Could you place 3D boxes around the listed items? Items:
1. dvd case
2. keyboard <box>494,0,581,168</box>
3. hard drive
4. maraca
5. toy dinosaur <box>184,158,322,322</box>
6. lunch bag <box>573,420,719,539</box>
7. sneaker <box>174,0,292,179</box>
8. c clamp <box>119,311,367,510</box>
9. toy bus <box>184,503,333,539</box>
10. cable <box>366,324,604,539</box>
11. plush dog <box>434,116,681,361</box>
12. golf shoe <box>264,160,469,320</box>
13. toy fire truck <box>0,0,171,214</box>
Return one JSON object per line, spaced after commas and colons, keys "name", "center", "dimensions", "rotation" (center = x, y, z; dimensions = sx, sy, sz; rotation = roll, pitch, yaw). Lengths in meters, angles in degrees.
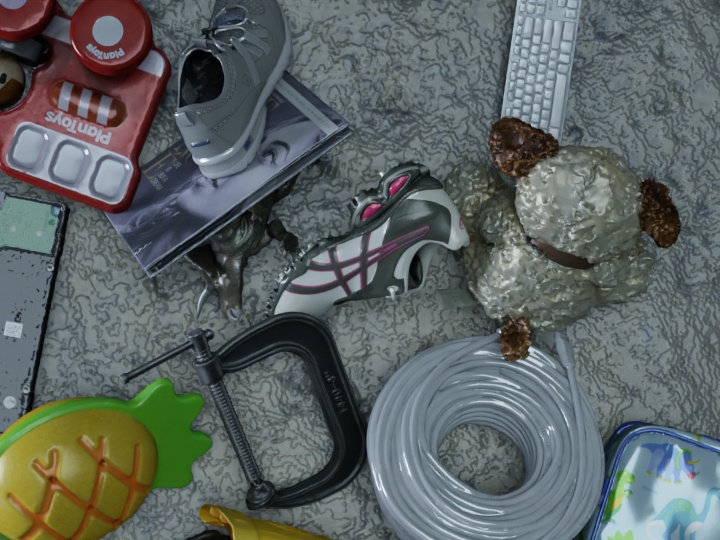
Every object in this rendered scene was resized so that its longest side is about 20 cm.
{"name": "dvd case", "center": [-0.116, -0.085, 1.405], "dimensions": [0.200, 0.149, 0.016], "rotation": [-36, 123, -6]}
{"name": "keyboard", "center": [0.156, -0.184, 1.471], "dimensions": [0.056, 0.011, 0.200], "rotation": [7, 99, -3]}
{"name": "hard drive", "center": [-0.330, 0.029, 1.427], "dimensions": [0.139, 0.038, 0.200], "rotation": [10, 86, -4]}
{"name": "maraca", "center": [-0.217, 0.158, 1.392], "dimensions": [0.200, 0.107, 0.137], "rotation": [-21, 130, -18]}
{"name": "toy dinosaur", "center": [-0.092, -0.060, 1.428], "dimensions": [0.077, 0.102, 0.200], "rotation": [32, 65, -40]}
{"name": "lunch bag", "center": [0.289, 0.220, 1.438], "dimensions": [0.200, 0.082, 0.161], "rotation": [18, 86, -3]}
{"name": "sneaker", "center": [-0.108, -0.175, 1.400], "dimensions": [0.075, 0.082, 0.200], "rotation": [-14, 49, 22]}
{"name": "c clamp", "center": [-0.084, 0.121, 1.410], "dimensions": [0.171, 0.027, 0.200], "rotation": [-32, 114, -14]}
{"name": "toy bus", "center": [-0.062, 0.305, 1.394], "dimensions": [0.192, 0.136, 0.200], "rotation": [13, 87, -20]}
{"name": "cable", "center": [0.101, 0.151, 1.404], "dimensions": [0.200, 0.069, 0.200], "rotation": [-11, 66, -15]}
{"name": "plush dog", "center": [0.160, -0.032, 1.380], "dimensions": [0.200, 0.172, 0.161], "rotation": [24, 42, -1]}
{"name": "golf shoe", "center": [0.000, 0.000, 1.398], "dimensions": [0.200, 0.077, 0.088], "rotation": [-44, 80, 27]}
{"name": "toy fire truck", "center": [-0.261, -0.152, 1.404], "dimensions": [0.200, 0.112, 0.168], "rotation": [19, 82, -1]}
